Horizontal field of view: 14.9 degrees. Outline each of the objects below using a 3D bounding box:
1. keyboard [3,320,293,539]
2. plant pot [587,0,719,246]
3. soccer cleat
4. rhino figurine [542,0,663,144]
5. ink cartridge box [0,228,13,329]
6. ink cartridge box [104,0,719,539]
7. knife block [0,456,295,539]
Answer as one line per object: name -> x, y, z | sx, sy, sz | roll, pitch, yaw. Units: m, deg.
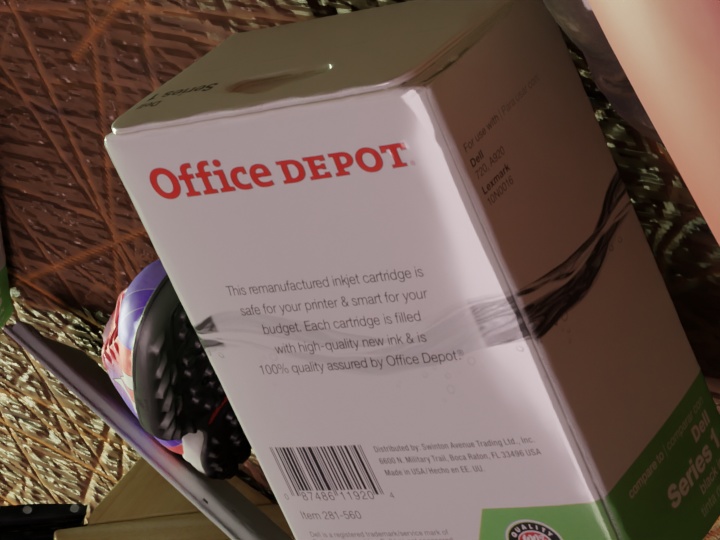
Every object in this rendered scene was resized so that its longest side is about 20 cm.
keyboard -> -0.088, 0.080, 1.229 | 0.200, 0.011, 0.056 | 38, -177, 39
plant pot -> 0.131, -0.093, 0.614 | 0.178, 0.200, 0.200 | 52, 152, 4
soccer cleat -> -0.081, 0.032, 1.133 | 0.073, 0.068, 0.200 | 34, 170, 14
rhino figurine -> 0.064, -0.115, 0.785 | 0.200, 0.060, 0.087 | 53, 161, -14
ink cartridge box -> -0.242, -0.042, 1.242 | 0.145, 0.088, 0.200 | 30, 152, 18
ink cartridge box -> 0.023, 0.012, 0.935 | 0.146, 0.084, 0.201 | -6, 117, 40
knife block -> -0.106, 0.172, 1.281 | 0.200, 0.176, 0.064 | 33, 152, 14
